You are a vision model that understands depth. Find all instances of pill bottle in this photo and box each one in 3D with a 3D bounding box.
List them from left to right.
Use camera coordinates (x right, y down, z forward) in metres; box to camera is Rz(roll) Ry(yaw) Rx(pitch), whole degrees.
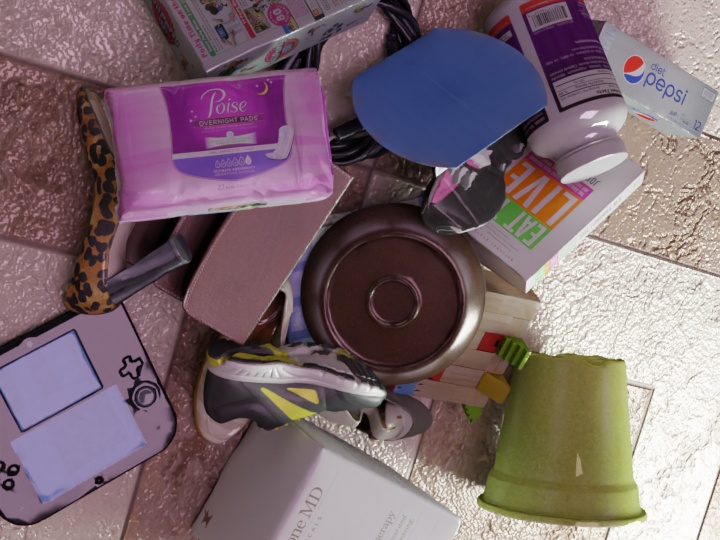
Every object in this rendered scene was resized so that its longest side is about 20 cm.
[{"bbox_3d":[0.216,-0.201,1.277,0.112,0.112,0.201,-14,78,-24],"label":"pill bottle"}]

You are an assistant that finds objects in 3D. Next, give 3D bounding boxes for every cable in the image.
[{"bbox_3d":[0.001,-0.210,1.241,0.163,0.051,0.201,36,84,-29],"label":"cable"}]

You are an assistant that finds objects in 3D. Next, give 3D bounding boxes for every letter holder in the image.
[{"bbox_3d":[-0.129,-0.056,1.169,0.142,0.101,0.201,32,93,-28],"label":"letter holder"}]

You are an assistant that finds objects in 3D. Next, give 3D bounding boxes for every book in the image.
[{"bbox_3d":[0.202,-0.079,1.323,0.200,0.133,0.048,-42,153,-20],"label":"book"}]

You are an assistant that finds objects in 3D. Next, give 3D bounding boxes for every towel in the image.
[{"bbox_3d":[0.000,0.000,1.306,0.199,0.024,0.148,-16,111,-22],"label":"towel"}]

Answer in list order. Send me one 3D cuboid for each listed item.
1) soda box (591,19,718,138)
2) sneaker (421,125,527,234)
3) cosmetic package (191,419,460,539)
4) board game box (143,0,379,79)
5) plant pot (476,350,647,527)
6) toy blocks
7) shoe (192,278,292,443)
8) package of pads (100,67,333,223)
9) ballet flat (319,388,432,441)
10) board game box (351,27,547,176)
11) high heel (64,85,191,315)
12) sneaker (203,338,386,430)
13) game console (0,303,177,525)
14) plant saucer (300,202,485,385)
[{"bbox_3d":[0.325,-0.225,1.396,0.199,0.068,0.064,23,91,-29],"label":"soda box"},{"bbox_3d":[0.110,-0.100,1.269,0.081,0.086,0.200,55,44,-14],"label":"sneaker"},{"bbox_3d":[-0.039,0.272,1.268,0.199,0.166,0.168,31,87,-28],"label":"cosmetic package"},{"bbox_3d":[-0.101,-0.277,1.132,0.199,0.064,0.148,-28,84,-21],"label":"board game box"},{"bbox_3d":[0.243,0.191,1.397,0.199,0.200,0.186,5,89,-28],"label":"plant pot"},{"bbox_3d":[0.107,0.071,1.330,0.136,0.100,0.201,12,118,-27],"label":"toy blocks"},{"bbox_3d":[-0.122,0.094,1.240,0.070,0.053,0.201,17,101,-26],"label":"shoe"},{"bbox_3d":[-0.129,-0.114,1.070,0.198,0.076,0.122,-8,89,-10],"label":"package of pads"},{"bbox_3d":[0.002,0.158,1.317,0.199,0.064,0.067,27,116,-28],"label":"ballet flat"},{"bbox_3d":[0.088,-0.169,1.217,0.200,0.158,0.039,-35,151,-25],"label":"board game box"},{"bbox_3d":[-0.264,-0.062,1.139,0.142,0.071,0.201,-28,87,18],"label":"high heel"},{"bbox_3d":[-0.071,0.122,1.213,0.199,0.075,0.085,11,111,-21],"label":"sneaker"},{"bbox_3d":[-0.296,0.141,1.180,0.199,0.031,0.178,-29,114,-19],"label":"game console"},{"bbox_3d":[0.035,0.030,1.254,0.198,0.032,0.202,0,104,1],"label":"plant saucer"}]
